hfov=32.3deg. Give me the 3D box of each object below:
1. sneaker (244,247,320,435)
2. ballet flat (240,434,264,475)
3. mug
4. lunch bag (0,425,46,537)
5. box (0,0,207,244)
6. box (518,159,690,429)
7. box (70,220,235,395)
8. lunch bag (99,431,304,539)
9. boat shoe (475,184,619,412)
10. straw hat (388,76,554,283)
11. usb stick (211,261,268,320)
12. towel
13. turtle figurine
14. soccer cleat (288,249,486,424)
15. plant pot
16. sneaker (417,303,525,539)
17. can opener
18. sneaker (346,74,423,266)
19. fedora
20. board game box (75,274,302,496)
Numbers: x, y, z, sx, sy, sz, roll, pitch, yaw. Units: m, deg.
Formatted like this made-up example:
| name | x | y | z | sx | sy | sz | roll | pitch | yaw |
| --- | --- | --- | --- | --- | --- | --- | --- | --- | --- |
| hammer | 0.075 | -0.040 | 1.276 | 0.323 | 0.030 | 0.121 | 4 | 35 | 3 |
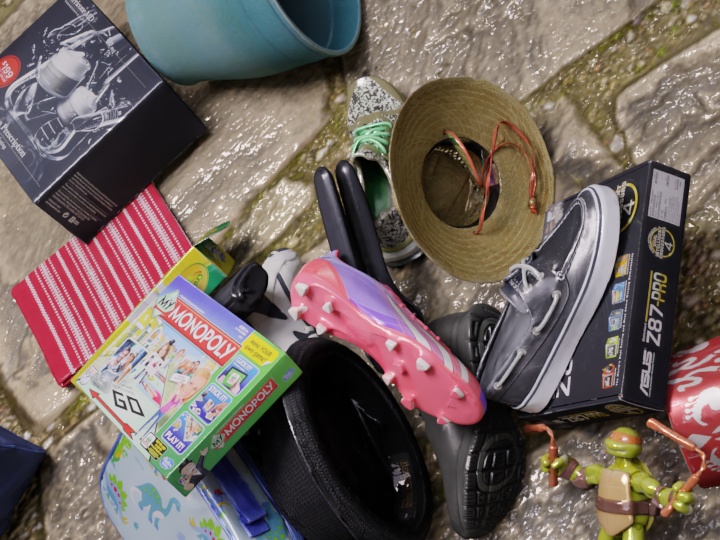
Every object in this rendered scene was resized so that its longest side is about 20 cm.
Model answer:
| name | x | y | z | sx | sy | sz | roll | pitch | yaw |
| --- | --- | --- | --- | --- | --- | --- | --- | --- | --- |
| sneaker | -0.051 | 0.075 | 1.171 | 0.129 | 0.080 | 0.200 | 17 | 47 | -1 |
| ballet flat | -0.123 | 0.170 | 1.174 | 0.199 | 0.072 | 0.072 | 23 | 81 | 27 |
| mug | 0.344 | 0.105 | 0.958 | 0.199 | 0.134 | 0.178 | -20 | 42 | 18 |
| lunch bag | -0.416 | 0.201 | 1.197 | 0.135 | 0.200 | 0.133 | 22 | 83 | 22 |
| box | -0.299 | -0.169 | 1.329 | 0.182 | 0.104 | 0.200 | -43 | 58 | -1 |
| box | 0.203 | 0.025 | 1.044 | 0.049 | 0.161 | 0.202 | 16 | 74 | -18 |
| box | -0.188 | 0.037 | 1.202 | 0.048 | 0.117 | 0.200 | 40 | 95 | -6 |
| lunch bag | -0.140 | 0.217 | 1.096 | 0.200 | 0.082 | 0.161 | 51 | 135 | 21 |
| boat shoe | 0.148 | 0.020 | 1.021 | 0.072 | 0.067 | 0.201 | -118 | 46 | -63 |
| straw hat | 0.080 | -0.076 | 1.142 | 0.085 | 0.200 | 0.203 | -14 | 62 | 52 |
| usb stick | -0.145 | 0.053 | 1.172 | 0.200 | 0.032 | 0.056 | -40 | 22 | 48 |
| towel | -0.267 | 0.013 | 1.306 | 0.200 | 0.022 | 0.145 | -38 | 60 | 3 |
| turtle figurine | 0.205 | 0.195 | 1.008 | 0.199 | 0.064 | 0.163 | 2 | 87 | 53 |
| soccer cleat | 0.030 | 0.053 | 1.049 | 0.199 | 0.067 | 0.076 | 33 | 46 | 14 |
| plant pot | -0.130 | -0.282 | 1.270 | 0.187 | 0.200 | 0.202 | -18 | 65 | 28 |
| sneaker | 0.090 | 0.133 | 1.096 | 0.090 | 0.076 | 0.202 | -10 | 74 | 47 |
| can opener | 0.000 | 0.000 | 1.124 | 0.078 | 0.063 | 0.201 | -10 | 104 | 40 |
| sneaker | 0.019 | -0.110 | 1.196 | 0.076 | 0.089 | 0.202 | -18 | 66 | 15 |
| fedora | -0.026 | 0.161 | 1.055 | 0.091 | 0.200 | 0.202 | -33 | 61 | 25 |
| board game box | -0.149 | 0.089 | 1.043 | 0.135 | 0.029 | 0.200 | -47 | 37 | -11 |
